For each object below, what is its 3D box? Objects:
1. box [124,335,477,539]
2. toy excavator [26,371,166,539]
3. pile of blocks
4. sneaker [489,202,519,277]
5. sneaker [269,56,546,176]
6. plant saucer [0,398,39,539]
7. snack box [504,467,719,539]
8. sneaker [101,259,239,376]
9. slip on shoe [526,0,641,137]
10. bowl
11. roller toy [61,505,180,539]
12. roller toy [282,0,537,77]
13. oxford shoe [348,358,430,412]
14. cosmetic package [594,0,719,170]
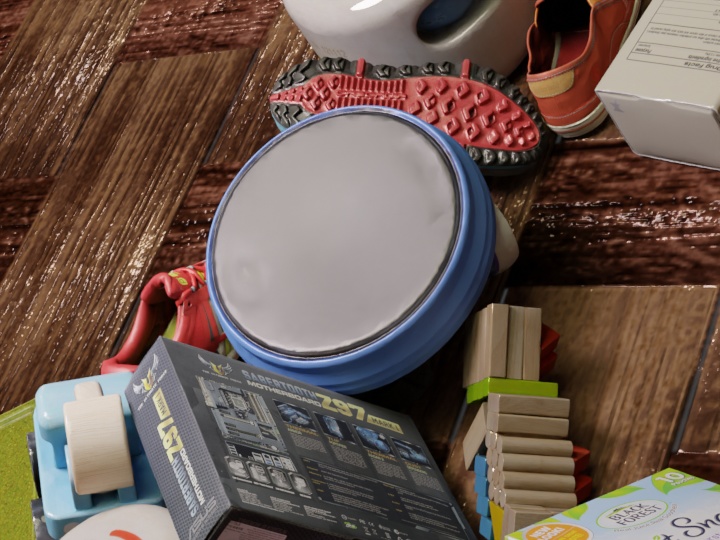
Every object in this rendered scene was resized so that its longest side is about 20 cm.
[{"bbox_3d":[-0.031,0.127,1.187,0.051,0.199,0.158,-54,37,21],"label":"box"},{"bbox_3d":[-0.172,0.112,1.286,0.099,0.201,0.195,-10,41,-7],"label":"toy excavator"},{"bbox_3d":[0.105,0.110,1.219,0.062,0.082,0.201,5,55,-13],"label":"pile of blocks"},{"bbox_3d":[0.000,0.000,1.351,0.146,0.081,0.200,-38,28,-22],"label":"sneaker"},{"bbox_3d":[0.039,-0.103,1.437,0.199,0.096,0.080,11,69,13],"label":"sneaker"},{"bbox_3d":[-0.276,0.182,1.443,0.199,0.048,0.201,-26,42,17],"label":"plant saucer"},{"bbox_3d":[0.193,0.168,1.032,0.142,0.053,0.200,-13,20,-41],"label":"snack box"},{"bbox_3d":[-0.113,0.021,1.436,0.077,0.085,0.200,15,64,44],"label":"sneaker"},{"bbox_3d":[0.158,-0.188,1.437,0.074,0.061,0.201,-12,46,32],"label":"slip on shoe"},{"bbox_3d":[-0.011,-0.018,1.295,0.200,0.039,0.201,-11,60,20],"label":"bowl"},{"bbox_3d":[-0.126,0.237,1.172,0.182,0.140,0.200,-44,38,14],"label":"roller toy"},{"bbox_3d":[0.038,-0.221,1.497,0.182,0.140,0.201,-14,46,27],"label":"roller toy"},{"bbox_3d":[-0.037,0.080,1.349,0.199,0.073,0.085,-23,25,18],"label":"oxford shoe"},{"bbox_3d":[0.256,-0.167,1.333,0.105,0.071,0.200,17,65,44],"label":"cosmetic package"}]
